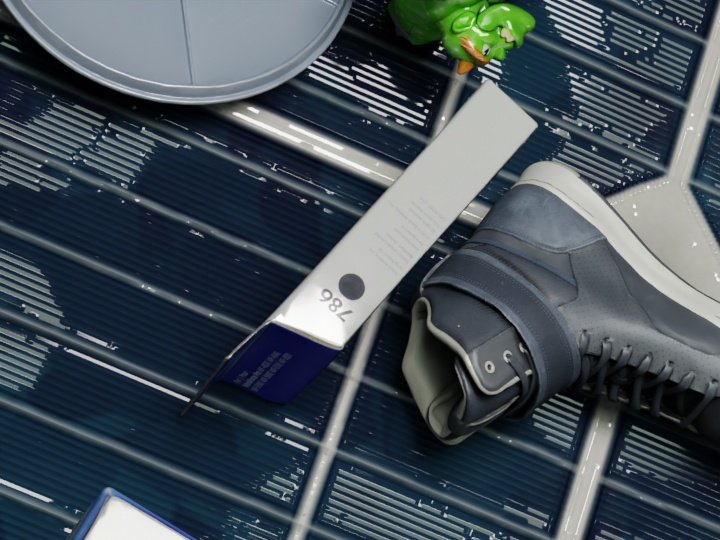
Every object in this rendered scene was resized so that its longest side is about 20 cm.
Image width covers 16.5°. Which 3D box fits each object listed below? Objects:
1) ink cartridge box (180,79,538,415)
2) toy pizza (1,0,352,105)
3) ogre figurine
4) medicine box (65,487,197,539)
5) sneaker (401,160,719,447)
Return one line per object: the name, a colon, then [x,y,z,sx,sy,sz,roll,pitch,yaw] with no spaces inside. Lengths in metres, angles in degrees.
ink cartridge box: [0.000,0.000,1.184,0.039,0.099,0.200,44,66,0]
toy pizza: [-0.098,-0.170,1.249,0.200,0.032,0.201,8,64,-16]
ogre figurine: [0.065,-0.165,1.225,0.120,0.200,0.098,-37,103,-3]
medicine box: [-0.070,0.198,1.036,0.182,0.200,0.103,31,65,-4]
sneaker: [0.114,0.057,1.202,0.202,0.077,0.146,41,53,11]
